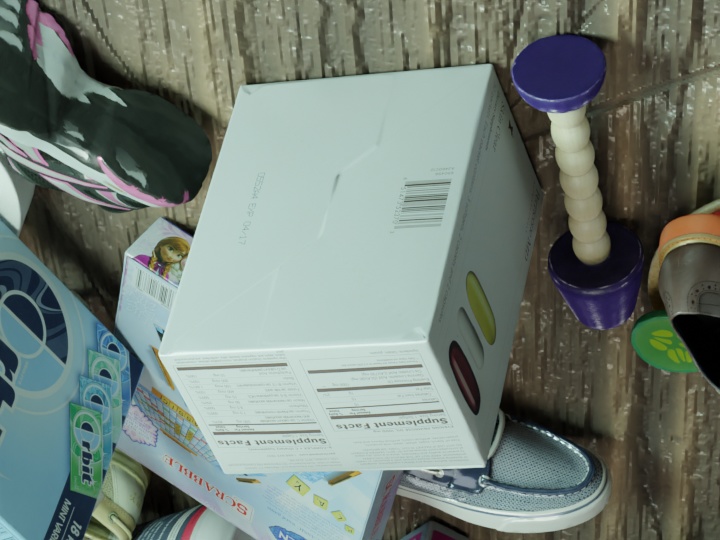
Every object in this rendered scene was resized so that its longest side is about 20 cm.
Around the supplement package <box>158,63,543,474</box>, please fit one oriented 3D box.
[{"bbox_3d":[0.000,0.000,1.569,0.156,0.200,0.111,-3,139,21],"label":"supplement package"}]

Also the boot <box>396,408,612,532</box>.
[{"bbox_3d":[0.058,0.102,1.780,0.200,0.073,0.090,9,143,11],"label":"boot"}]

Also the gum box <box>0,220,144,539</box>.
[{"bbox_3d":[-0.223,0.062,1.676,0.045,0.170,0.200,-17,129,33],"label":"gum box"}]

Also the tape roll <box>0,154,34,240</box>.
[{"bbox_3d":[-0.294,-0.064,1.717,0.203,0.037,0.203,8,142,7],"label":"tape roll"}]

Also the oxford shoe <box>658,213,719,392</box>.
[{"bbox_3d":[0.224,0.055,1.592,0.071,0.073,0.200,-21,130,36],"label":"oxford shoe"}]

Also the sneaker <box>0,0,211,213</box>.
[{"bbox_3d":[-0.189,-0.087,1.627,0.200,0.080,0.086,38,147,-19],"label":"sneaker"}]

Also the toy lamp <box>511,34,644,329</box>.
[{"bbox_3d":[0.125,-0.043,1.595,0.058,0.058,0.200,3,140,14],"label":"toy lamp"}]

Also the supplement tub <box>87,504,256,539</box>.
[{"bbox_3d":[-0.127,0.238,1.953,0.200,0.140,0.140,-20,131,36],"label":"supplement tub"}]

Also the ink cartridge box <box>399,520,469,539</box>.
[{"bbox_3d":[-0.005,0.261,1.959,0.042,0.119,0.200,29,140,-20],"label":"ink cartridge box"}]

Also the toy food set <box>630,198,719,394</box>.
[{"bbox_3d":[0.261,0.025,1.641,0.200,0.049,0.198,24,141,-12],"label":"toy food set"}]

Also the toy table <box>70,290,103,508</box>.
[{"bbox_3d":[-0.251,0.091,1.799,0.200,0.184,0.117,37,155,-29],"label":"toy table"}]

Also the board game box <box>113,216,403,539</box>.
[{"bbox_3d":[-0.065,0.088,1.773,0.200,0.041,0.200,33,144,13],"label":"board game box"}]

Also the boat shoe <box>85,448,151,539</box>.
[{"bbox_3d":[-0.244,0.133,1.922,0.201,0.063,0.073,17,142,-4],"label":"boat shoe"}]
